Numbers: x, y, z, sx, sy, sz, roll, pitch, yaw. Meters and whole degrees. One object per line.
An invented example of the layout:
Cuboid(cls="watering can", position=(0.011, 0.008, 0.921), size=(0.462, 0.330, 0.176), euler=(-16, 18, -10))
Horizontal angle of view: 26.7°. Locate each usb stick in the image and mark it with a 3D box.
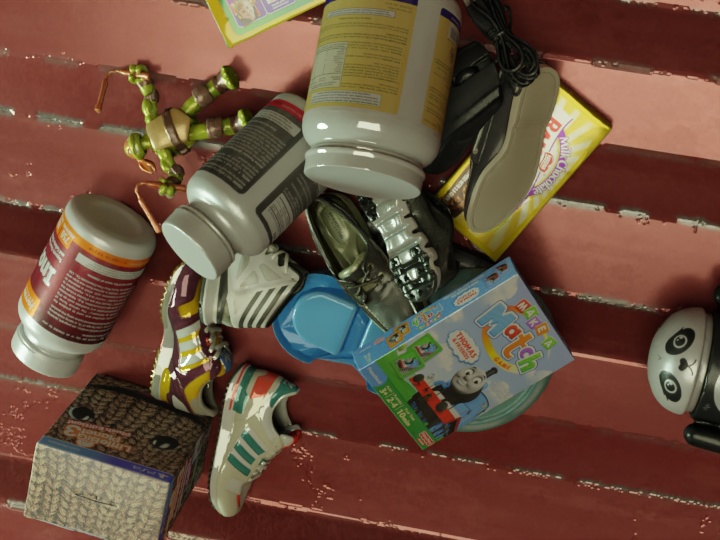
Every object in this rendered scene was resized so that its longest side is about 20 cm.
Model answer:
Cuboid(cls="usb stick", position=(0.086, -0.010, 1.713), size=(0.199, 0.033, 0.056), euler=(23, 112, 2))

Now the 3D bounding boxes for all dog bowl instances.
Cuboid(cls="dog bowl", position=(-0.003, 0.067, 1.747), size=(0.199, 0.050, 0.112), euler=(23, 111, 1))

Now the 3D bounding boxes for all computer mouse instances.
Cuboid(cls="computer mouse", position=(0.098, -0.189, 1.607), size=(0.052, 0.139, 0.200), euler=(7, 132, -37))

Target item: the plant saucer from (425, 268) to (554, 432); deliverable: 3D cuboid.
Cuboid(cls="plant saucer", position=(0.126, 0.096, 1.703), size=(0.198, 0.027, 0.202), euler=(-1, 111, -4))

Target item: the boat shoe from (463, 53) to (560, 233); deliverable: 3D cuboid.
Cuboid(cls="boat shoe", position=(0.153, -0.138, 1.628), size=(0.072, 0.063, 0.201), euler=(1, 120, -35))

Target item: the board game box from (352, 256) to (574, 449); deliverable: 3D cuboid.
Cuboid(cls="board game box", position=(0.113, 0.093, 1.647), size=(0.199, 0.037, 0.152), euler=(-32, 127, 8))

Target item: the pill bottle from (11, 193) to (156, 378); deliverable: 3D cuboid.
Cuboid(cls="pill bottle", position=(-0.326, 0.021, 1.755), size=(0.112, 0.113, 0.201), euler=(31, 111, -1))

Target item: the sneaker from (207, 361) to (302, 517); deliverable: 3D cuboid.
Cuboid(cls="sneaker", position=(-0.122, 0.212, 1.806), size=(0.093, 0.070, 0.202), euler=(14, 108, 11))

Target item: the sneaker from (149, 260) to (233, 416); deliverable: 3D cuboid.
Cuboid(cls="sneaker", position=(-0.184, 0.075, 1.766), size=(0.089, 0.075, 0.201), euler=(20, 120, 15))

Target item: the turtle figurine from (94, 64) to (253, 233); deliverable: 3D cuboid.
Cuboid(cls="turtle figurine", position=(-0.199, -0.151, 1.692), size=(0.160, 0.064, 0.202), euler=(-22, 73, 11))

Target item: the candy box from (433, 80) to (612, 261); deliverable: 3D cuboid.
Cuboid(cls="candy box", position=(0.174, -0.115, 1.663), size=(0.102, 0.026, 0.200), euler=(38, 111, -5))

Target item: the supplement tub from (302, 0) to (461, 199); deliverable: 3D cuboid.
Cuboid(cls="supplement tub", position=(0.019, -0.186, 1.549), size=(0.144, 0.145, 0.202), euler=(10, 81, 7))

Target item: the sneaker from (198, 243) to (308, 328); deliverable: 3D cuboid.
Cuboid(cls="sneaker", position=(-0.110, -0.032, 1.704), size=(0.114, 0.076, 0.202), euler=(8, 87, 2))

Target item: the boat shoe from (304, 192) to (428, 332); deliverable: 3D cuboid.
Cuboid(cls="boat shoe", position=(0.000, -0.001, 1.665), size=(0.072, 0.066, 0.202), euler=(-40, 74, 21))

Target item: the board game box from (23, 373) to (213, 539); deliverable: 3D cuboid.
Cuboid(cls="board game box", position=(-0.277, 0.222, 1.769), size=(0.158, 0.200, 0.098), euler=(16, 111, 4))

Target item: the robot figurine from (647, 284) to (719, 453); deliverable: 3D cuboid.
Cuboid(cls="robot figurine", position=(0.412, 0.110, 1.644), size=(0.198, 0.151, 0.125), euler=(12, 141, 5))

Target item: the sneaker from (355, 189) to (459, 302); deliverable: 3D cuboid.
Cuboid(cls="sneaker", position=(0.053, -0.066, 1.653), size=(0.066, 0.090, 0.202), euler=(-26, 83, 37))

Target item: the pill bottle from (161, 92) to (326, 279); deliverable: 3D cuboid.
Cuboid(cls="pill bottle", position=(-0.115, -0.087, 1.619), size=(0.111, 0.111, 0.200), euler=(47, 70, -8))

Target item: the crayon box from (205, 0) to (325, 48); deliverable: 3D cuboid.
Cuboid(cls="crayon box", position=(-0.077, -0.334, 1.615), size=(0.199, 0.058, 0.120), euler=(-22, 103, 17))
